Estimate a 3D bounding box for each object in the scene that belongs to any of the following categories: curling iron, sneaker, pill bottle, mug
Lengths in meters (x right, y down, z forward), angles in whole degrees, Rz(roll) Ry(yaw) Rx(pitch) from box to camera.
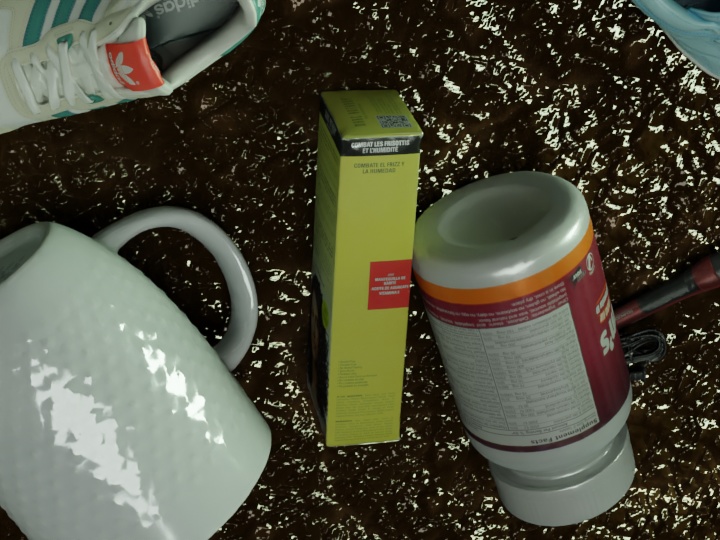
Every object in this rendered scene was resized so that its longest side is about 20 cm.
[{"bbox_3d":[0.232,0.008,0.963,0.199,0.026,0.050,-35,112,7],"label":"curling iron"},{"bbox_3d":[-0.140,-0.118,0.775,0.198,0.094,0.071,-22,119,-1],"label":"sneaker"},{"bbox_3d":[0.105,0.051,0.909,0.109,0.110,0.201,-20,120,-2],"label":"pill bottle"},{"bbox_3d":[0.207,-0.147,0.846,0.199,0.082,0.074,25,110,-23],"label":"sneaker"},{"bbox_3d":[-0.140,0.051,0.847,0.200,0.147,0.176,-45,114,-23],"label":"mug"}]

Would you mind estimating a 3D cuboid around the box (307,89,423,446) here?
[{"bbox_3d":[0.000,0.000,0.880,0.050,0.075,0.201,-2,116,-12],"label":"box"}]
